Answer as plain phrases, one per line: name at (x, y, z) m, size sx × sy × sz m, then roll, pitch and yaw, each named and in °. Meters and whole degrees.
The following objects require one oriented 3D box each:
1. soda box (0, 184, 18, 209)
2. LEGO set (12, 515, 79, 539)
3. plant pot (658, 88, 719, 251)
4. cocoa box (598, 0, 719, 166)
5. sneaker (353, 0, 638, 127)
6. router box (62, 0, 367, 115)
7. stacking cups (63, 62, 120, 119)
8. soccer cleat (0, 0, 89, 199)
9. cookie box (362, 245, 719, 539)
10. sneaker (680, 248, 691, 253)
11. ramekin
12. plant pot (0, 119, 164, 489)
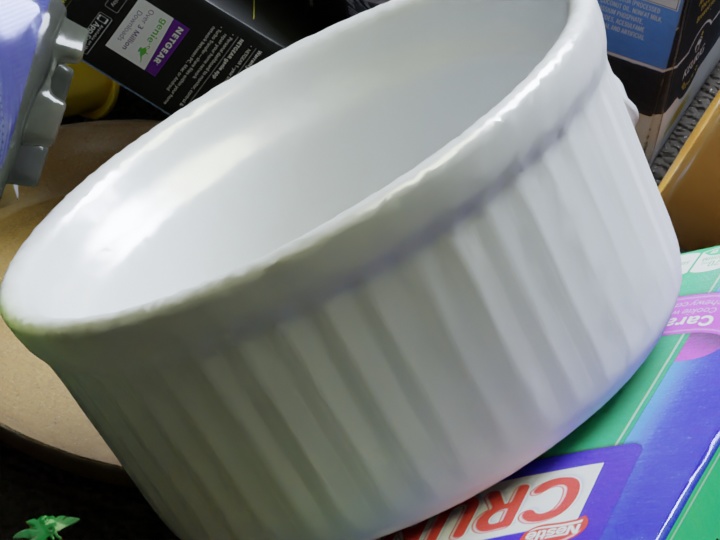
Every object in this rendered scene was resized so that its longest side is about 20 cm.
soda box at (-0.206, -0.077, 1.007) m, size 0.200 × 0.064 × 0.068 m, roll 30°, pitch 44°, yaw 34°
LEGO set at (-0.085, 0.149, 0.741) m, size 0.153 × 0.116 × 0.201 m, roll -19°, pitch 60°, yaw -9°
plant pot at (0.228, -0.045, 1.071) m, size 0.183 × 0.200 × 0.200 m, roll 33°, pitch 40°, yaw 3°
cocoa box at (0.103, -0.158, 1.215) m, size 0.133 × 0.132 × 0.200 m, roll 21°, pitch 39°, yaw 13°
sneaker at (0.038, -0.134, 1.067) m, size 0.200 × 0.075 × 0.115 m, roll 37°, pitch 75°, yaw -3°
router box at (-0.067, -0.122, 1.120) m, size 0.149 × 0.051 × 0.200 m, roll 32°, pitch 22°, yaw -19°
stacking cups at (-0.188, -0.063, 1.079) m, size 0.199 × 0.061 × 0.061 m, roll -17°, pitch 45°, yaw -32°
soccer cleat at (-0.148, -0.012, 0.876) m, size 0.083 × 0.065 × 0.201 m, roll 22°, pitch 59°, yaw -6°
cookie box at (0.053, 0.079, 0.879) m, size 0.171 × 0.075 × 0.200 m, roll -12°, pitch 25°, yaw 33°
sneaker at (0.104, 0.038, 1.004) m, size 0.199 × 0.083 × 0.072 m, roll 11°, pitch 20°, yaw 16°
ramekin at (0.000, 0.000, 0.884) m, size 0.200 × 0.098 × 0.201 m, roll -26°, pitch 18°, yaw 9°
plant pot at (-0.068, 0.015, 1.038) m, size 0.199 × 0.028 × 0.200 m, roll 6°, pitch 38°, yaw -5°
